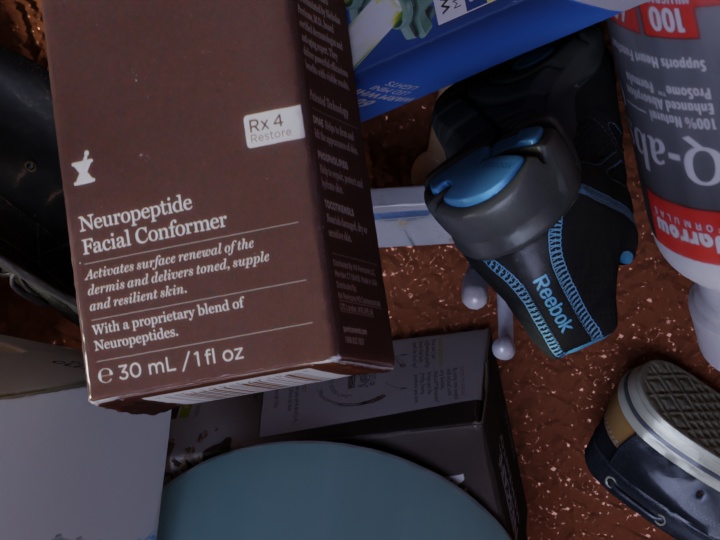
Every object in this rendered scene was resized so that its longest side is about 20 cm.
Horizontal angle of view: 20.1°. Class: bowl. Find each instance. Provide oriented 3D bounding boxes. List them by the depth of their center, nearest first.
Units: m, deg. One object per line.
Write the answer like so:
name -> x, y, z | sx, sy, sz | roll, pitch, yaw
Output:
bowl -> -0.021, 0.186, 0.912 | 0.199, 0.105, 0.202 | 3, 124, 4

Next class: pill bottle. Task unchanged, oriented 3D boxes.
pill bottle -> 0.168, -0.062, 0.831 | 0.115, 0.116, 0.201 | -10, 117, 13

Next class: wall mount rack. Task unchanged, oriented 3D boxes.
wall mount rack -> 0.000, 0.000, 0.866 | 0.198, 0.174, 0.075 | -3, 76, 9

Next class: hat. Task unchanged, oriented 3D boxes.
hat -> -0.142, -0.041, 0.815 | 0.200, 0.201, 0.081 | 34, 87, -12

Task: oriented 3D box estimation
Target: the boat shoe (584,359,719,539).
boat shoe -> 0.191, 0.121, 0.959 | 0.199, 0.075, 0.062 | 36, 123, -7

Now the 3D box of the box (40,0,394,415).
box -> -0.054, -0.055, 0.747 | 0.099, 0.075, 0.202 | -11, 81, 16

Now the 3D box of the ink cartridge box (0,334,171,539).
ink cartridge box -> -0.179, 0.129, 0.843 | 0.144, 0.144, 0.202 | 8, 95, 23

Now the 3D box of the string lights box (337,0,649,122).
string lights box -> 0.017, -0.125, 0.792 | 0.199, 0.059, 0.104 | -21, 76, 35

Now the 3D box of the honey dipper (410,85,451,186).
honey dipper -> 0.046, -0.116, 0.863 | 0.038, 0.038, 0.201 | 12, 122, 1

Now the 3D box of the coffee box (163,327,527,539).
coffee box -> -0.026, 0.105, 0.970 | 0.198, 0.080, 0.114 | -8, 120, 12

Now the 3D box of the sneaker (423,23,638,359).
sneaker -> 0.071, -0.036, 0.804 | 0.073, 0.200, 0.082 | -24, 109, 22
